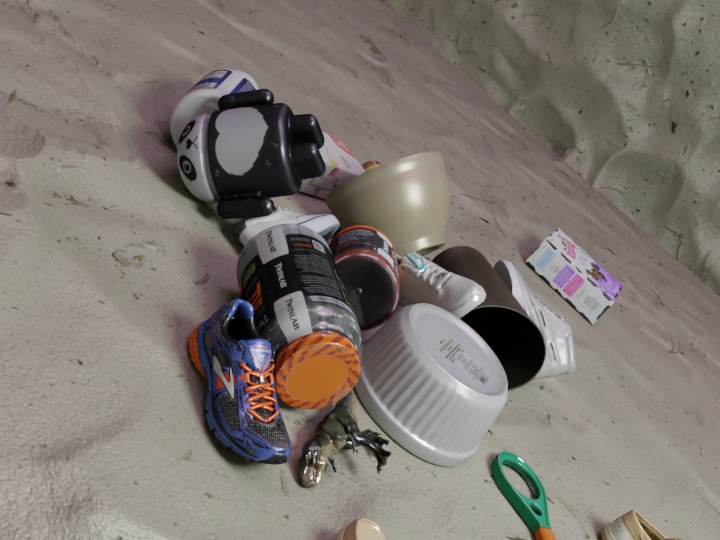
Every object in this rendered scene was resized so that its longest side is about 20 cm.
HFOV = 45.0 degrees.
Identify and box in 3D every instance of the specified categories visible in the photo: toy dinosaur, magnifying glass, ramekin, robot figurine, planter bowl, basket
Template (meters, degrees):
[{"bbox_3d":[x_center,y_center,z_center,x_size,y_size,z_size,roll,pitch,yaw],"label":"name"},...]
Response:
[{"bbox_3d":[-0.009,0.179,0.950,0.087,0.048,0.200,31,20,0],"label":"toy dinosaur"},{"bbox_3d":[0.219,0.306,1.082,0.079,0.022,0.202,24,28,-31],"label":"magnifying glass"},{"bbox_3d":[0.094,0.134,1.102,0.198,0.106,0.201,32,24,-16],"label":"ramekin"},{"bbox_3d":[-0.148,-0.157,1.166,0.195,0.127,0.151,-5,31,8],"label":"robot figurine"},{"bbox_3d":[0.059,-0.083,1.361,0.199,0.198,0.137,-11,79,-60],"label":"planter bowl"},{"bbox_3d":[0.172,0.061,1.321,0.179,0.137,0.201,31,20,-28],"label":"basket"}]

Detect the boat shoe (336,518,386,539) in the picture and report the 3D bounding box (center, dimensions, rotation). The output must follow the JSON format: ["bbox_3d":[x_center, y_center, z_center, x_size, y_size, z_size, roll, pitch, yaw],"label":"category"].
[{"bbox_3d":[0.035,0.294,0.754,0.073,0.070,0.202,21,29,-35],"label":"boat shoe"}]

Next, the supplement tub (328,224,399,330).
[{"bbox_3d":[0.000,0.000,1.184,0.106,0.108,0.200,34,14,-9],"label":"supplement tub"}]

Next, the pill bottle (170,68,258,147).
[{"bbox_3d":[-0.210,-0.240,1.318,0.110,0.112,0.201,34,24,-10],"label":"pill bottle"}]

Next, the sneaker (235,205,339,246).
[{"bbox_3d":[-0.097,-0.060,1.208,0.071,0.073,0.199,48,25,12],"label":"sneaker"}]

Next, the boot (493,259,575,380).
[{"bbox_3d":[0.275,0.076,1.380,0.094,0.074,0.204,-1,64,-22],"label":"boot"}]

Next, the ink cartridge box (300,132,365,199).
[{"bbox_3d":[-0.090,-0.186,1.451,0.198,0.068,0.117,15,32,-46],"label":"ink cartridge box"}]

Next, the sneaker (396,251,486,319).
[{"bbox_3d":[0.092,0.014,1.223,0.199,0.075,0.090,10,-47,58],"label":"sneaker"}]

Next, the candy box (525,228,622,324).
[{"bbox_3d":[0.475,0.008,1.924,0.200,0.072,0.167,44,24,10],"label":"candy box"}]

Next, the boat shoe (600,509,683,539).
[{"bbox_3d":[0.415,0.390,1.158,0.198,0.070,0.074,35,24,-10],"label":"boat shoe"}]

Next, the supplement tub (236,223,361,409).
[{"bbox_3d":[-0.070,0.050,0.989,0.121,0.123,0.201,22,28,-32],"label":"supplement tub"}]

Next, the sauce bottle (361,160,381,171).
[{"bbox_3d":[0.057,-0.110,1.538,0.065,0.066,0.202,11,38,-46],"label":"sauce bottle"}]

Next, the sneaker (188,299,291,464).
[{"bbox_3d":[-0.117,0.108,0.873,0.074,0.079,0.201,13,35,-44],"label":"sneaker"}]
